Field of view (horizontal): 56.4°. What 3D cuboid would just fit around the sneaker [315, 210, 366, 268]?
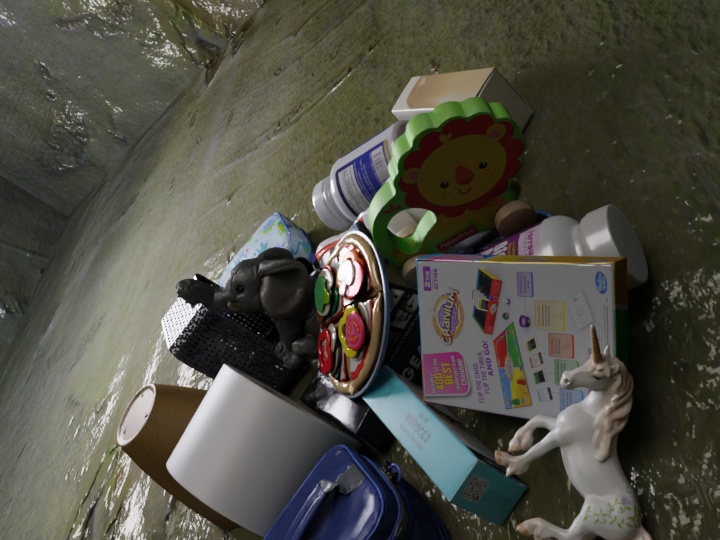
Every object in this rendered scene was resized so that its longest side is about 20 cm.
[{"bbox_3d":[0.011,-0.031,1.042,0.199,0.077,0.083,-33,56,40],"label":"sneaker"}]

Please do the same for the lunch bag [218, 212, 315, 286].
[{"bbox_3d":[-0.174,0.005,1.230,0.200,0.082,0.161,-49,30,8],"label":"lunch bag"}]

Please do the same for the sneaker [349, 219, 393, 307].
[{"bbox_3d":[0.000,0.000,0.913,0.072,0.072,0.201,-36,29,21],"label":"sneaker"}]

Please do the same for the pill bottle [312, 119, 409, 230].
[{"bbox_3d":[0.021,-0.142,1.071,0.199,0.119,0.121,-25,42,39],"label":"pill bottle"}]

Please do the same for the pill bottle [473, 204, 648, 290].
[{"bbox_3d":[0.187,0.011,0.704,0.199,0.112,0.113,-29,39,36],"label":"pill bottle"}]

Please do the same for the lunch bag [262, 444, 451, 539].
[{"bbox_3d":[-0.014,0.284,0.692,0.201,0.132,0.136,-55,33,-1],"label":"lunch bag"}]

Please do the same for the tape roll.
[{"bbox_3d":[-0.117,0.224,0.827,0.202,0.202,0.140,14,70,57],"label":"tape roll"}]

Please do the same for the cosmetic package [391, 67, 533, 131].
[{"bbox_3d":[0.148,-0.238,1.008,0.199,0.105,0.072,19,75,56],"label":"cosmetic package"}]

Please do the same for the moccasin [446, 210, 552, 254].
[{"bbox_3d":[0.145,-0.014,0.818,0.199,0.080,0.069,-26,42,40],"label":"moccasin"}]

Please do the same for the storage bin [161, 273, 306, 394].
[{"bbox_3d":[-0.195,0.109,1.041,0.094,0.199,0.135,-51,31,4],"label":"storage bin"}]

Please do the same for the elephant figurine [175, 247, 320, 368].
[{"bbox_3d":[-0.120,0.029,0.930,0.141,0.200,0.156,-18,32,41],"label":"elephant figurine"}]

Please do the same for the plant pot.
[{"bbox_3d":[-0.243,0.249,0.976,0.186,0.199,0.188,-35,36,30],"label":"plant pot"}]

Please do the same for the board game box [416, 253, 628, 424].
[{"bbox_3d":[0.150,0.062,0.645,0.198,0.040,0.155,3,100,37],"label":"board game box"}]

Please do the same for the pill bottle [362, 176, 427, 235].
[{"bbox_3d":[0.101,-0.112,0.904,0.200,0.110,0.109,-46,29,-13],"label":"pill bottle"}]

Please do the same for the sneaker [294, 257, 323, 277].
[{"bbox_3d":[-0.105,0.018,1.080,0.198,0.075,0.089,6,108,38],"label":"sneaker"}]

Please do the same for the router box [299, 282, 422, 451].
[{"bbox_3d":[0.021,0.115,0.879,0.149,0.051,0.201,13,67,57],"label":"router box"}]

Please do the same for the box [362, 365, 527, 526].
[{"bbox_3d":[0.082,0.179,0.715,0.049,0.082,0.200,-55,31,2],"label":"box"}]

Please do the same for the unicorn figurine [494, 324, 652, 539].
[{"bbox_3d":[0.185,0.159,0.570,0.137,0.074,0.202,-28,81,28],"label":"unicorn figurine"}]

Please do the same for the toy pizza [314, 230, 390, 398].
[{"bbox_3d":[-0.020,0.052,0.812,0.200,0.031,0.203,-177,90,-66],"label":"toy pizza"}]

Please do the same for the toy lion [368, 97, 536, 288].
[{"bbox_3d":[0.091,-0.088,0.730,0.199,0.192,0.069,-30,47,17],"label":"toy lion"}]
